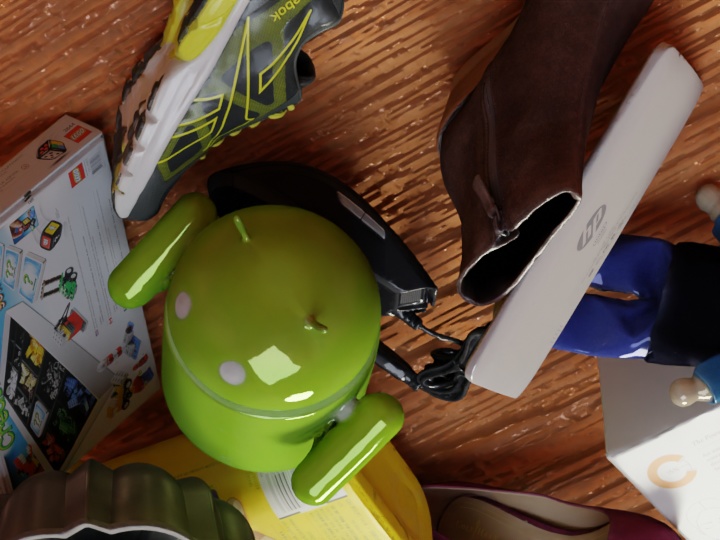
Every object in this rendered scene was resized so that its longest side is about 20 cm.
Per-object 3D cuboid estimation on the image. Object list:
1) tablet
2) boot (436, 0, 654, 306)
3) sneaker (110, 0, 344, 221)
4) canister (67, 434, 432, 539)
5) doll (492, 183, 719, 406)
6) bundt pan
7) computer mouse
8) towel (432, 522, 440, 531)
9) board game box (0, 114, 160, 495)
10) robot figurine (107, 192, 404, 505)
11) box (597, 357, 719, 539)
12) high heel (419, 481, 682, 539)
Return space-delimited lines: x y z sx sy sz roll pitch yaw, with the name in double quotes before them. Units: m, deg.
"tablet" 0.121 -0.023 1.561 0.014 0.130 0.200 31 92 16
"boot" 0.110 -0.093 1.510 0.072 0.167 0.200 25 128 -23
"sneaker" -0.072 -0.094 1.567 0.084 0.075 0.200 17 130 -17
"canister" -0.074 0.153 1.759 0.199 0.087 0.149 -20 133 18
"doll" 0.179 0.014 1.643 0.199 0.137 0.049 9 154 15
"bundt pan" -0.141 0.181 1.668 0.201 0.076 0.202 -2 134 -2
"computer mouse" 0.000 0.000 1.671 0.200 0.046 0.140 33 159 -2
"towel" -0.037 0.175 1.853 0.200 0.024 0.145 34 124 -29
"board game box" -0.179 0.028 1.650 0.035 0.126 0.200 26 143 32
"robot figurine" -0.049 0.037 1.593 0.116 0.176 0.200 -37 166 -18
"box" 0.245 0.106 1.746 0.124 0.098 0.200 -28 128 23
"high heel" 0.105 0.162 1.759 0.096 0.068 0.200 26 162 -32
